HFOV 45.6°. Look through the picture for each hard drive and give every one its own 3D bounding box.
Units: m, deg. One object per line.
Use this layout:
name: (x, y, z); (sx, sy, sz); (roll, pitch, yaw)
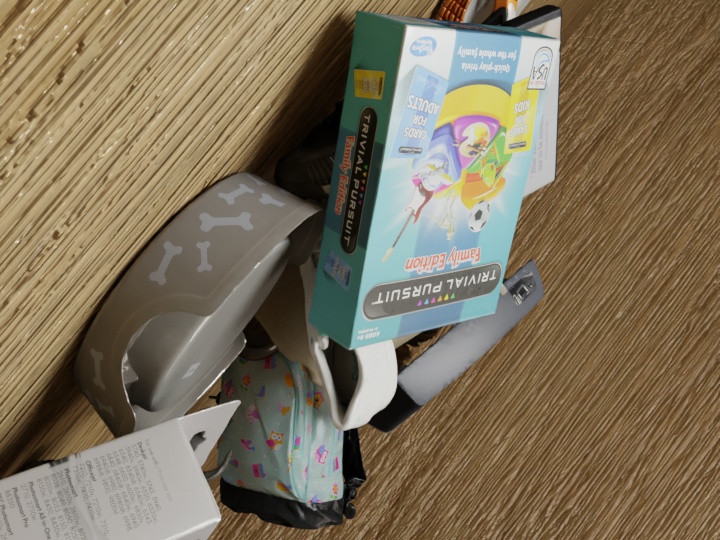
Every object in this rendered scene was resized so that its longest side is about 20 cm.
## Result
hard drive: (0.091, 0.077, 0.835); (0.199, 0.042, 0.135); (-37, 171, -29)

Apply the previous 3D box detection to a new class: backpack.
backpack: (-0.082, 0.167, 0.935); (0.126, 0.164, 0.204); (6, 89, -62)

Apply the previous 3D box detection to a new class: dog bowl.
dog bowl: (-0.105, 0.023, 0.559); (0.201, 0.058, 0.200); (-51, 175, -6)

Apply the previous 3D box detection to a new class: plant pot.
plant pot: (0.000, 0.000, 0.773); (0.183, 0.201, 0.200); (-40, 177, 5)

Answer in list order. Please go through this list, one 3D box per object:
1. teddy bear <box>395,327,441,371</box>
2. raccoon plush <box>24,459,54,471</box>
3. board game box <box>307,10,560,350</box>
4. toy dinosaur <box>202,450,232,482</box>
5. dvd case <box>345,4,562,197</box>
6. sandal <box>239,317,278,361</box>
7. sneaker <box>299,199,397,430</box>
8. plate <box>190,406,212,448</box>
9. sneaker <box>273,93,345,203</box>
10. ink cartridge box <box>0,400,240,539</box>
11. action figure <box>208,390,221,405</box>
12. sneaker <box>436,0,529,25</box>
teddy bear: (-0.007, 0.035, 0.920); (0.144, 0.201, 0.067); (-29, 140, -12)
raccoon plush: (-0.212, 0.225, 0.564); (0.200, 0.134, 0.097); (-48, 176, -43)
board game box: (0.050, -0.059, 0.570); (0.149, 0.047, 0.203); (-10, 118, -41)
toy dinosaur: (-0.220, 0.218, 0.824); (0.199, 0.077, 0.102); (-38, 176, -25)
dvd case: (0.075, -0.096, 0.625); (0.198, 0.017, 0.145); (-28, 130, -29)
sandal: (-0.063, 0.004, 0.878); (0.200, 0.082, 0.055); (-44, 152, -12)
sneaker: (-0.016, 0.021, 0.649); (0.074, 0.204, 0.088); (-10, -174, 20)
plate: (-0.239, 0.249, 0.969); (0.200, 0.032, 0.200); (-50, -171, 1)
sneaker: (0.015, -0.123, 0.617); (0.198, 0.066, 0.092); (-30, 128, -24)
ink cartridge box: (-0.156, 0.154, 0.494); (0.198, 0.068, 0.116); (-16, 156, -33)
action figure: (-0.110, 0.125, 1.069); (0.120, 0.101, 0.200); (-67, 171, 20)
sneaker: (0.136, -0.268, 0.705); (0.200, 0.075, 0.092); (-45, -172, 42)
